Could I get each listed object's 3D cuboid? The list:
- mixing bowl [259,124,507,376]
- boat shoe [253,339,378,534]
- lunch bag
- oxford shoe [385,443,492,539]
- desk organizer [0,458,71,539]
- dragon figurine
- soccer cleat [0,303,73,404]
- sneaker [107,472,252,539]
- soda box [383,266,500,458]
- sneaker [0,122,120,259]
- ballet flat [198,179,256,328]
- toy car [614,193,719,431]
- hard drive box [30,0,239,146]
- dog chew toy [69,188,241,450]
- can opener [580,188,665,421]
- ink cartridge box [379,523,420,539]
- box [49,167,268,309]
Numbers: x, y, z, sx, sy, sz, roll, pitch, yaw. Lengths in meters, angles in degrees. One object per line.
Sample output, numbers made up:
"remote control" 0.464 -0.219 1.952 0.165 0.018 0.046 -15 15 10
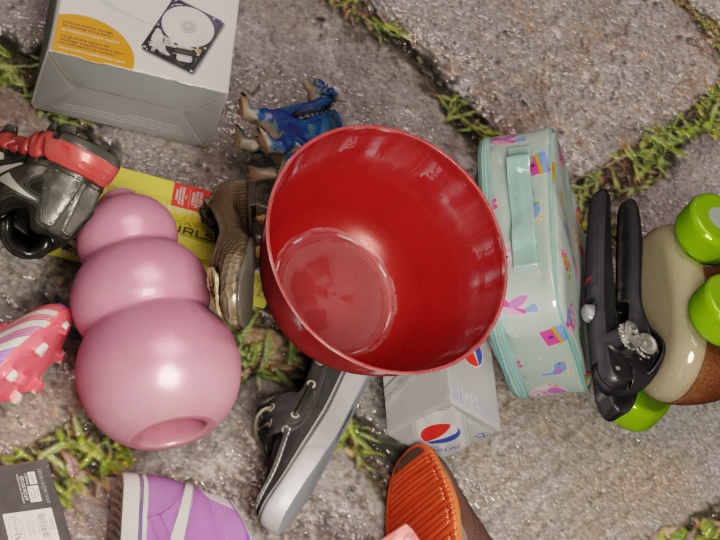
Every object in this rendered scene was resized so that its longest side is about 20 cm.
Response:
"mixing bowl" 0.000 0.000 1.697 0.200 0.108 0.201 10 67 -23
"boat shoe" -0.048 0.116 1.705 0.066 0.070 0.200 24 50 5
"lunch bag" 0.137 -0.010 1.802 0.077 0.161 0.200 -11 55 13
"oxford shoe" 0.075 0.223 1.684 0.072 0.071 0.200 19 42 -42
"desk organizer" -0.231 0.239 1.538 0.072 0.077 0.200 -7 58 -25
"dragon figurine" -0.045 -0.102 1.832 0.099 0.059 0.200 -1 31 -19
"soccer cleat" -0.291 0.078 1.646 0.076 0.067 0.200 33 52 14
"sneaker" -0.125 0.236 1.585 0.114 0.073 0.201 14 52 -14
"soda box" 0.058 0.046 1.781 0.063 0.068 0.200 31 42 -40
"sneaker" -0.260 -0.058 1.701 0.071 0.200 0.098 29 77 -33
"ballet flat" -0.103 -0.015 1.687 0.046 0.068 0.200 2 28 -3
"toy car" 0.319 0.052 1.836 0.200 0.164 0.158 14 51 -22
"hard drive box" -0.186 -0.218 1.893 0.155 0.077 0.200 12 52 -12
"dog chew toy" -0.162 0.031 1.677 0.124 0.125 0.200 -5 66 -23
"can opener" 0.201 0.019 1.784 0.063 0.079 0.200 19 55 -29
"ink cartridge box" -0.016 0.286 1.566 0.200 0.068 0.117 -32 68 -11
"box" -0.152 -0.030 1.784 0.199 0.050 0.075 15 52 -9
